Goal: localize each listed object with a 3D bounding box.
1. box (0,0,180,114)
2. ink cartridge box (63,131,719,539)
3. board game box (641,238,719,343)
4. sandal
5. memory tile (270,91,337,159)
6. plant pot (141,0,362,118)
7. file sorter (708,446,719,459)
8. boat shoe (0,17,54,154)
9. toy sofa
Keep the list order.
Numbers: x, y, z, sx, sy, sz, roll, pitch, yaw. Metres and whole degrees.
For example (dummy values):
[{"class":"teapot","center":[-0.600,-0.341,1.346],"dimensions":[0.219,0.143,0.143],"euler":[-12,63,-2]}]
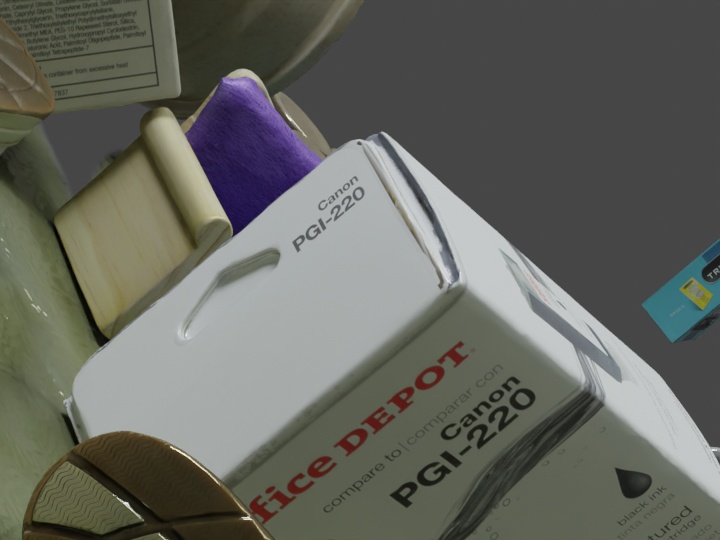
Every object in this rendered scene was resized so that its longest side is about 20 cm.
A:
[{"class":"box","center":[-0.124,-0.164,1.003],"dimensions":[0.078,0.094,0.201],"euler":[-108,-167,-64]},{"class":"ink cartridge box","center":[0.019,0.064,0.925],"dimensions":[0.200,0.146,0.085],"euler":[39,16,-43]},{"class":"board game box","center":[0.348,-0.017,2.372],"dimensions":[0.047,0.200,0.151],"euler":[51,11,9]},{"class":"sandal","center":[-0.022,0.131,0.765],"dimensions":[0.200,0.080,0.054],"euler":[49,-11,18]},{"class":"memory tile","center":[0.009,-0.012,1.486],"dimensions":[0.153,0.017,0.200],"euler":[44,12,-28]},{"class":"plant pot","center":[-0.111,-0.188,1.159],"dimensions":[0.183,0.201,0.201],"euler":[21,28,-47]},{"class":"file sorter","center":[0.153,0.178,1.145],"dimensions":[0.139,0.124,0.200],"euler":[49,10,-8]},{"class":"boat shoe","center":[-0.174,-0.053,0.757],"dimensions":[0.200,0.066,0.074],"euler":[15,35,-49]},{"class":"toy sofa","center":[-0.018,0.019,1.058],"dimensions":[0.200,0.097,0.083],"euler":[42,13,-38]}]
